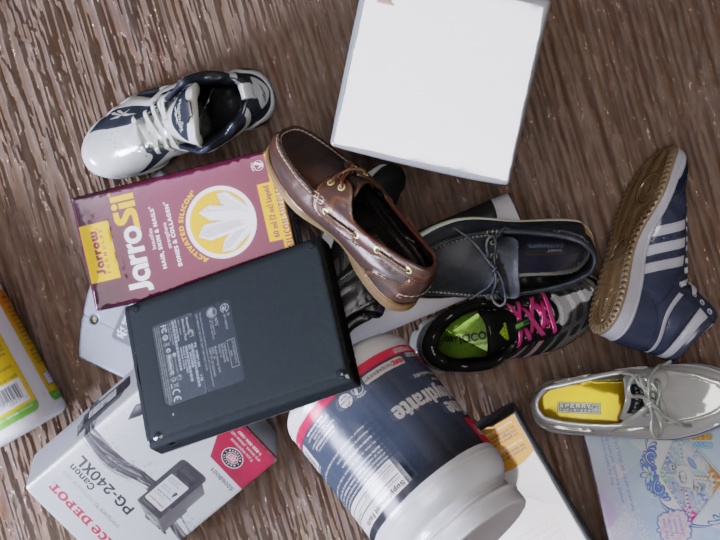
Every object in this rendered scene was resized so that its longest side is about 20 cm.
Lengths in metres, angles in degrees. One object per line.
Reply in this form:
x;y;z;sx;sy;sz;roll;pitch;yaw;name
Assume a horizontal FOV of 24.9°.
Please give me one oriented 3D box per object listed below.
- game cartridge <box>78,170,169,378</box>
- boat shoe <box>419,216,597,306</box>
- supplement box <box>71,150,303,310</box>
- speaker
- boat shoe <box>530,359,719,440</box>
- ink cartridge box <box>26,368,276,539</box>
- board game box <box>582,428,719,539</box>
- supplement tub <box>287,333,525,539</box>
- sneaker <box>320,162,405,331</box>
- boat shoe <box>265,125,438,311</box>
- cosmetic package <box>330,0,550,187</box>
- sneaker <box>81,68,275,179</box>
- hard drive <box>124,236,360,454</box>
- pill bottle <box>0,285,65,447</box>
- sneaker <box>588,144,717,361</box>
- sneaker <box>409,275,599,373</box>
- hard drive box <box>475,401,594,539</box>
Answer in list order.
-0.193;0.013;1.603;0.132;0.042;0.202;25;93;5;game cartridge
0.124;-0.009;1.489;0.198;0.062;0.075;-6;110;-11;boat shoe
-0.159;-0.038;1.540;0.198;0.086;0.112;-13;92;3;supplement box
0.066;0.000;1.569;0.198;0.081;0.082;-22;91;4;speaker
0.257;0.119;1.520;0.200;0.086;0.076;0;83;9;boat shoe
-0.199;0.181;1.564;0.200;0.083;0.145;-41;106;7;ink cartridge box
0.327;0.217;1.554;0.197;0.043;0.202;-12;72;2;board game box
0.041;0.171;1.475;0.140;0.140;0.200;-42;70;4;supplement tub
0.000;0.000;1.507;0.087;0.076;0.201;31;85;19;sneaker
-0.004;-0.058;1.442;0.200;0.070;0.070;46;57;11;boat shoe
0.072;-0.175;1.500;0.166;0.200;0.168;13;93;3;cosmetic package
-0.180;-0.141;1.548;0.197;0.130;0.080;-12;91;3;sneaker
-0.107;0.066;1.458;0.198;0.033;0.141;-19;66;14;hard drive
-0.378;0.073;1.576;0.110;0.111;0.201;-29;91;3;pill bottle
0.296;-0.011;1.565;0.108;0.070;0.202;26;75;-18;sneaker
0.143;0.054;1.563;0.198;0.087;0.075;-16;92;3;sneaker
0.133;0.255;1.578;0.155;0.077;0.201;-31;91;4;hard drive box
